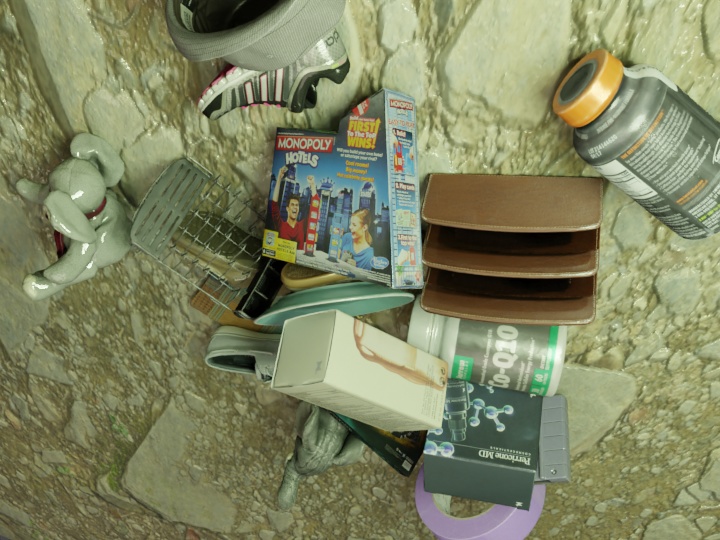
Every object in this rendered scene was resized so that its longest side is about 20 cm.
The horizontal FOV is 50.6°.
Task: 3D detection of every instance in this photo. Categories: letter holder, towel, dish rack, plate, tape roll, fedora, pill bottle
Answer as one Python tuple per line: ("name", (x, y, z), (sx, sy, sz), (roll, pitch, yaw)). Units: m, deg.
("letter holder", (0.167, -0.024, 0.856), (0.197, 0.143, 0.101), (4, 137, 16))
("towel", (-0.149, 0.065, 1.159), (0.199, 0.022, 0.147), (33, 137, -14))
("dish rack", (-0.180, -0.045, 0.958), (0.199, 0.155, 0.054), (37, 152, -18))
("plate", (-0.033, 0.039, 0.923), (0.197, 0.026, 0.200), (-8, 171, -1))
("tape roll", (0.186, 0.342, 1.198), (0.198, 0.202, 0.066), (-15, 129, 32))
("fedora", (-0.083, -0.251, 0.699), (0.197, 0.180, 0.090), (-12, 151, 29))
("pill bottle", (0.280, -0.125, 0.735), (0.199, 0.107, 0.106), (33, 137, -17))
("pill bottle", (0.164, 0.093, 1.004), (0.197, 0.114, 0.114), (9, 138, 10))

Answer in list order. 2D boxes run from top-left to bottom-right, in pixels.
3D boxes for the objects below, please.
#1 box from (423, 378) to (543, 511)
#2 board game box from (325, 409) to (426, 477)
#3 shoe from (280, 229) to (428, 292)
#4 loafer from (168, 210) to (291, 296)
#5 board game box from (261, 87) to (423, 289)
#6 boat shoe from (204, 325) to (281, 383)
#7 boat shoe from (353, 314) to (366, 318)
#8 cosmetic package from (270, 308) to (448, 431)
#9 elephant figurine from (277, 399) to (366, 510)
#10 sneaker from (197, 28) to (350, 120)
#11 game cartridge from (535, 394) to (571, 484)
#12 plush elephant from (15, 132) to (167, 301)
("box", (0.174, 0.205, 1.056), (0.146, 0.202, 0.108), (7, 138, 12))
("board game box", (0.041, 0.202, 1.153), (0.200, 0.136, 0.028), (46, 158, -28))
("shoe", (0.000, 0.000, 0.935), (0.197, 0.070, 0.054), (-14, 121, -15))
("loafer", (-0.172, -0.013, 1.039), (0.198, 0.077, 0.068), (25, 132, -8))
("board game box", (-0.011, -0.098, 0.847), (0.198, 0.203, 0.061), (14, -172, 37))
("boat shoe", (-0.144, 0.139, 1.164), (0.197, 0.072, 0.071), (8, 138, 14))
("boat shoe", (-0.033, -0.006, 1.005), (0.058, 0.072, 0.202), (-6, 132, 6))
("cosmetic package", (0.004, 0.125, 0.915), (0.102, 0.089, 0.199), (-12, 149, 44))
("elephant figurine", (-0.055, 0.252, 1.181), (0.139, 0.202, 0.156), (3, 139, 6))
("sneaker", (-0.090, -0.199, 0.812), (0.198, 0.074, 0.088), (-24, 118, 31))
("game cartridge", (0.217, 0.260, 1.153), (0.198, 0.132, 0.038), (-15, 149, 31))
("plush elephant", (-0.367, -0.077, 0.982), (0.197, 0.166, 0.156), (-9, 130, 17))
